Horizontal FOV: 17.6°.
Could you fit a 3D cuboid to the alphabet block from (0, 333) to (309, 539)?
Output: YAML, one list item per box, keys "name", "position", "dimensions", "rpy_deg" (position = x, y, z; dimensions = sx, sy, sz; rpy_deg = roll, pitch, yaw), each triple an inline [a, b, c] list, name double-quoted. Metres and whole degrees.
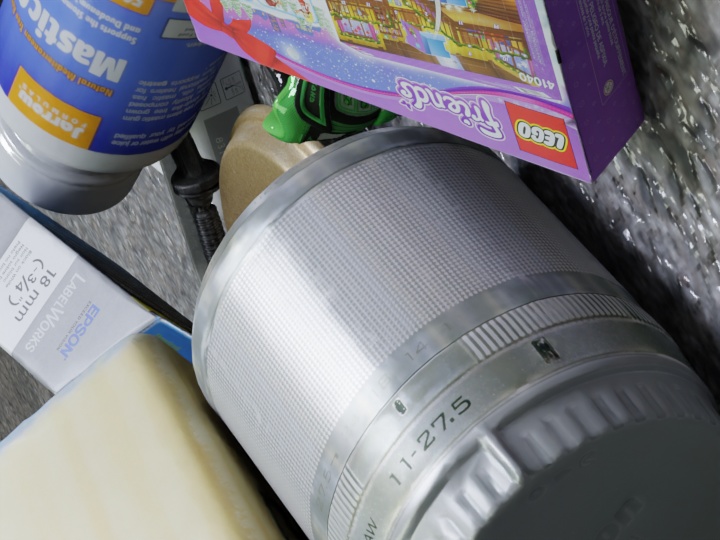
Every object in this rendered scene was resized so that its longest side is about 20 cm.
- name: "alphabet block"
  position: [-0.077, 0.185, 0.997]
  dimensions: [0.196, 0.195, 0.200]
  rpy_deg: [40, -167, -46]

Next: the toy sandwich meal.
- name: "toy sandwich meal"
  position: [0.000, 0.000, 1.137]
  dimensions: [0.205, 0.070, 0.206]
  rpy_deg: [50, 157, 32]

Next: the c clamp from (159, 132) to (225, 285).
- name: "c clamp"
  position: [-0.074, -0.004, 1.255]
  dimensions: [0.171, 0.027, 0.201]
  rpy_deg: [-122, 13, -63]

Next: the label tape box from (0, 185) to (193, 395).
- name: "label tape box"
  position: [-0.108, 0.046, 1.143]
  dimensions: [0.200, 0.063, 0.144]
  rpy_deg: [34, 178, 40]

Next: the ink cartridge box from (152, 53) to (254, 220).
- name: "ink cartridge box"
  position: [-0.123, -0.135, 1.344]
  dimensions: [0.200, 0.050, 0.162]
  rpy_deg: [41, 152, 58]

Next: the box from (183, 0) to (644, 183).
- name: "box"
  position: [0.002, -0.118, 0.850]
  dimensions: [0.199, 0.039, 0.137]
  rpy_deg: [23, 149, 34]

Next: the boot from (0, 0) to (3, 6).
- name: "boot"
  position: [-0.167, -0.234, 1.209]
  dimensions: [0.199, 0.073, 0.163]
  rpy_deg: [92, 169, -60]

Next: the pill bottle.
- name: "pill bottle"
  position: [-0.120, -0.119, 1.138]
  dimensions: [0.112, 0.112, 0.200]
  rpy_deg: [56, 140, 23]

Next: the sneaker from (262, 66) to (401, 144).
- name: "sneaker"
  position: [-0.043, -0.149, 1.009]
  dimensions: [0.201, 0.085, 0.078]
  rpy_deg: [63, 163, 5]

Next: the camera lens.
- name: "camera lens"
  position: [0.037, 0.051, 0.928]
  dimensions: [0.200, 0.159, 0.161]
  rpy_deg: [49, 158, 40]
